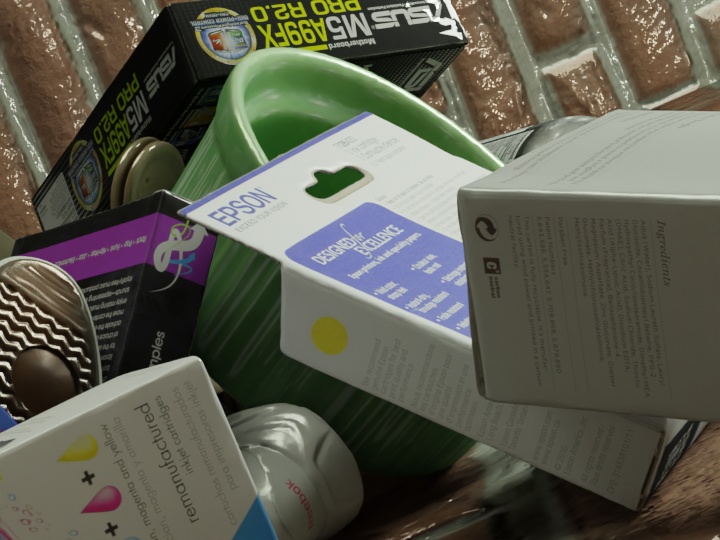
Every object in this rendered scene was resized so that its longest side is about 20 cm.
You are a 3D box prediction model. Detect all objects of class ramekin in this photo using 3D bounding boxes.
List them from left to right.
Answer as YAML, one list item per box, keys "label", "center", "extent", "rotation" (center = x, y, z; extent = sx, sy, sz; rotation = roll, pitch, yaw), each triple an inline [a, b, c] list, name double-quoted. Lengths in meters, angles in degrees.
- label: "ramekin"
  center: [0.000, 0.000, 1.085]
  extent: [0.098, 0.200, 0.200]
  rotation: [-52, -9, 25]

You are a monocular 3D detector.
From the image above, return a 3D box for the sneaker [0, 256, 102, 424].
- label: "sneaker"
  center: [-0.155, 0.093, 0.923]
  extent: [0.073, 0.201, 0.085]
  rotation: [22, -27, -30]

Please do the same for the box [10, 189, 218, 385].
- label: "box"
  center: [-0.126, 0.074, 0.997]
  extent: [0.036, 0.201, 0.143]
  rotation: [24, -19, -29]

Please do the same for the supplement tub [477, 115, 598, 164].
- label: "supplement tub"
  center: [0.080, -0.009, 1.237]
  extent: [0.200, 0.123, 0.122]
  rotation: [-13, 10, 44]

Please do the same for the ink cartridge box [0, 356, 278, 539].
- label: "ink cartridge box"
  center: [-0.125, 0.122, 0.781]
  extent: [0.200, 0.115, 0.068]
  rotation: [-26, 5, -27]

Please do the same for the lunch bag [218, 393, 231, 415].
- label: "lunch bag"
  center: [-0.110, 0.058, 1.327]
  extent: [0.160, 0.083, 0.200]
  rotation: [-22, -22, 6]

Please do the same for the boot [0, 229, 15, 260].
- label: "boot"
  center: [-0.204, 0.069, 1.197]
  extent: [0.200, 0.154, 0.072]
  rotation: [-56, 11, 14]

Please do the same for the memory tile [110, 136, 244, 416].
- label: "memory tile"
  center: [-0.084, 0.030, 1.164]
  extent: [0.017, 0.154, 0.200]
  rotation: [11, -12, 27]

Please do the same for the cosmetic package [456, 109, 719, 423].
- label: "cosmetic package"
  center: [0.145, -0.002, 0.780]
  extent: [0.200, 0.081, 0.113]
  rotation: [6, 21, 39]

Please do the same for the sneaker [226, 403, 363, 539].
- label: "sneaker"
  center: [-0.100, 0.116, 1.021]
  extent: [0.200, 0.078, 0.099]
  rotation: [-23, 10, 35]

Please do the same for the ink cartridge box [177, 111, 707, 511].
- label: "ink cartridge box"
  center: [0.050, 0.010, 0.943]
  extent: [0.199, 0.047, 0.198]
  rotation: [22, 22, 16]

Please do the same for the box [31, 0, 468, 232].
- label: "box"
  center: [-0.060, -0.074, 1.217]
  extent: [0.160, 0.044, 0.200]
  rotation: [-10, -21, -33]

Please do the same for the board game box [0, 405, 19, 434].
- label: "board game box"
  center: [-0.200, 0.110, 0.808]
  extent: [0.200, 0.135, 0.045]
  rotation: [-46, 14, -24]
